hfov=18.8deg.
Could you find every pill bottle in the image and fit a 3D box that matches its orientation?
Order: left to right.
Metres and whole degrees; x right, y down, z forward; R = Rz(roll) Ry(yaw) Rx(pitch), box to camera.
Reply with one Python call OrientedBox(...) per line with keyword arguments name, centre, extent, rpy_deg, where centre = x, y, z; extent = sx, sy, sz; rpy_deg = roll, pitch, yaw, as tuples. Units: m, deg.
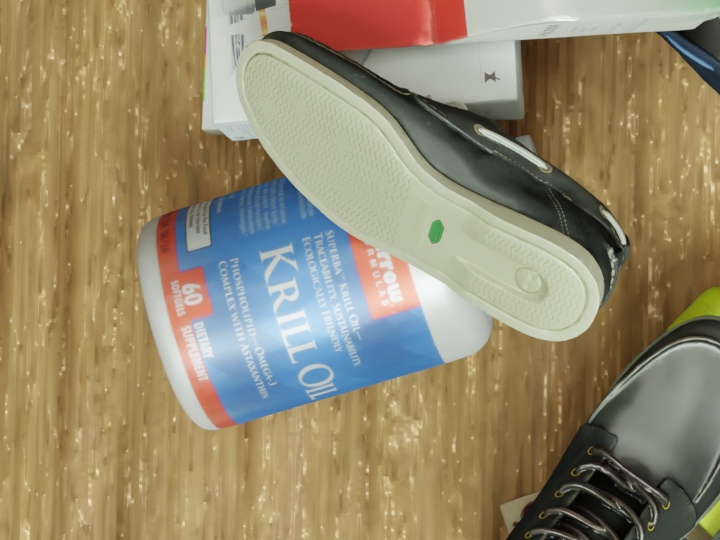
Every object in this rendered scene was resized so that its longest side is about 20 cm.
OrientedBox(name="pill bottle", centre=(0.000, 0.000, 1.069), extent=(0.199, 0.112, 0.113), rpy_deg=(-18, 86, 7))

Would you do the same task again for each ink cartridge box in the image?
OrientedBox(name="ink cartridge box", centre=(0.062, -0.188, 1.007), extent=(0.199, 0.050, 0.162), rpy_deg=(-4, 83, -12))

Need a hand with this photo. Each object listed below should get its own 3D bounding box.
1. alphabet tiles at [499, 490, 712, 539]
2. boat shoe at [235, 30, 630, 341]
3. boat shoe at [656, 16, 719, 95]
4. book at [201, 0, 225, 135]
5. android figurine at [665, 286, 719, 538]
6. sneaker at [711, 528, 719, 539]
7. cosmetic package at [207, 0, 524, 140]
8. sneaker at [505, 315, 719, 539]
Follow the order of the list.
OrientedBox(name="alphabet tiles", centre=(0.180, 0.187, 1.092), extent=(0.166, 0.008, 0.201), rpy_deg=(-19, 86, 7))
OrientedBox(name="boat shoe", centre=(0.032, -0.046, 0.990), extent=(0.199, 0.068, 0.072), rpy_deg=(34, 135, 6))
OrientedBox(name="boat shoe", centre=(0.170, -0.149, 1.070), extent=(0.200, 0.069, 0.084), rpy_deg=(41, 94, 7))
OrientedBox(name="book", centre=(-0.013, -0.169, 1.110), extent=(0.133, 0.048, 0.201), rpy_deg=(2, 87, 9))
OrientedBox(name="android figurine", centre=(0.219, 0.088, 1.064), extent=(0.182, 0.041, 0.200), rpy_deg=(44, 98, 8))
OrientedBox(name="sneaker", centre=(0.188, 0.145, 1.011), extent=(0.070, 0.080, 0.201), rpy_deg=(21, 99, 5))
OrientedBox(name="cosmetic package", centre=(0.000, -0.171, 1.064), extent=(0.150, 0.052, 0.201), rpy_deg=(-4, 83, 7))
OrientedBox(name="sneaker", centre=(0.120, 0.112, 1.011), extent=(0.075, 0.106, 0.201), rpy_deg=(35, 98, 9))
